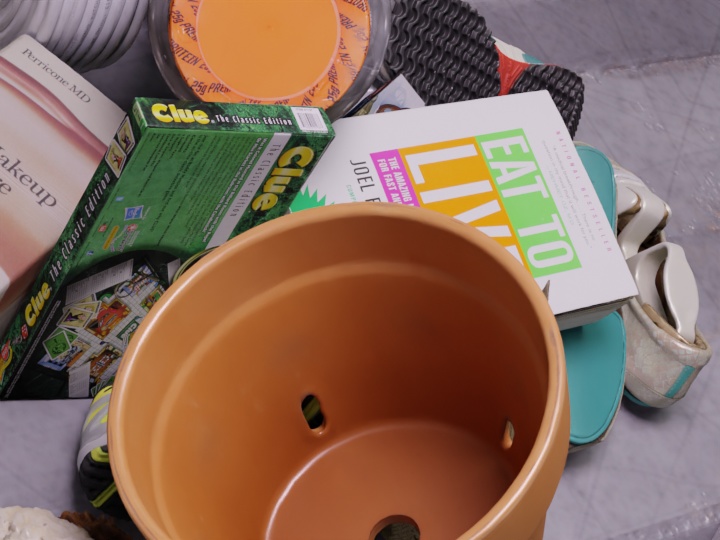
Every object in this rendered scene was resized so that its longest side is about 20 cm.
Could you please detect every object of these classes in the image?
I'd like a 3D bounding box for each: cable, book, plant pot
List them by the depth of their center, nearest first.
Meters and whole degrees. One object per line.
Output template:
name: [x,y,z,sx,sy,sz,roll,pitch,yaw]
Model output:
plant pot: [0.003,0.090,1.074,0.199,0.140,0.201,-8,52,11]
cable: [-0.175,-0.204,1.302,0.069,0.201,0.200,-7,18,-30]
book: [0.041,-0.022,1.303,0.200,0.048,0.134,-12,76,-36]

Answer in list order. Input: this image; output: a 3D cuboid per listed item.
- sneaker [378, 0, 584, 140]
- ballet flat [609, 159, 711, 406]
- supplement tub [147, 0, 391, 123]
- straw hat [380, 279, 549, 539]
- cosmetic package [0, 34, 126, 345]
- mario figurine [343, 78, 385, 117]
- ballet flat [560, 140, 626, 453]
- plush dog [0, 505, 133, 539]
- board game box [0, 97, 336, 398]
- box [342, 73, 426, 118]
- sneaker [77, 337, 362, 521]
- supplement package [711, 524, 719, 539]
sneaker: [0.047,-0.121,1.449,0.093,0.071,0.200,16,-3,41]
ballet flat: [0.170,-0.009,1.459,0.067,0.062,0.200,11,47,-32]
supplement tub: [-0.046,-0.134,1.240,0.122,0.123,0.200,30,8,-8]
straw hat: [0.046,0.099,1.229,0.085,0.201,0.201,5,44,5]
cosmetic package: [-0.199,-0.021,1.204,0.103,0.087,0.200,37,40,3]
mario figurine: [-0.055,-0.140,1.397,0.123,0.106,0.200,48,33,-49]
ballet flat: [0.119,0.021,1.405,0.067,0.062,0.201,19,61,-22]
plush dog: [-0.141,0.166,1.047,0.200,0.161,0.172,-9,35,-39]
board game box: [-0.099,-0.007,1.175,0.105,0.200,0.024,3,48,-33]
box: [0.000,0.000,1.313,0.137,0.038,0.200,51,50,-7]
sneaker: [-0.048,0.051,1.189,0.199,0.076,0.076,-19,37,0]
supplement package: [0.242,0.191,1.290,0.120,0.121,0.200,39,41,2]
